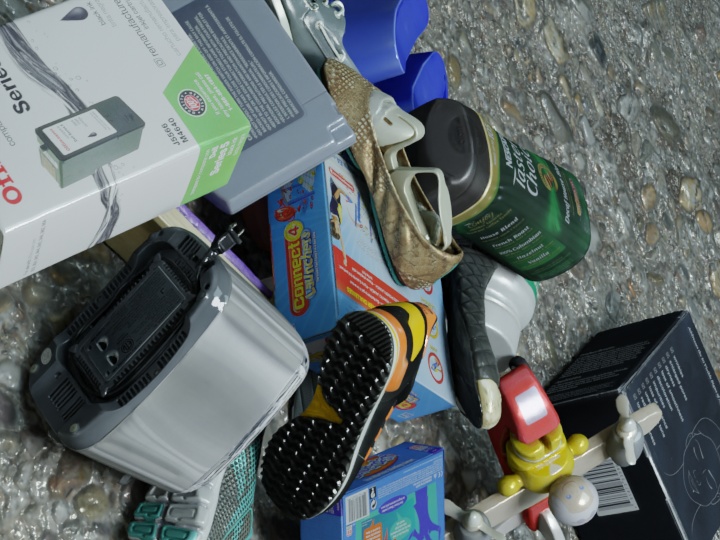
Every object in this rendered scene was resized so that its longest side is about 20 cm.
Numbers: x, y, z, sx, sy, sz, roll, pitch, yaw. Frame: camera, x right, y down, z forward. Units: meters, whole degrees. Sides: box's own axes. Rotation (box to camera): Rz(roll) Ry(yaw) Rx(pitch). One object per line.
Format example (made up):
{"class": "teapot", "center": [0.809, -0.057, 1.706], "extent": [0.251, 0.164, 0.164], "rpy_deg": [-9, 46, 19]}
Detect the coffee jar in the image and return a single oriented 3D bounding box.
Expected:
{"class": "coffee jar", "center": [0.113, -0.069, 1.462], "extent": [0.200, 0.085, 0.104], "rpy_deg": [26, 46, -45]}

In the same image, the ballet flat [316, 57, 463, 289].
{"class": "ballet flat", "center": [0.030, -0.084, 1.351], "extent": [0.200, 0.065, 0.071], "rpy_deg": [67, 24, -10]}

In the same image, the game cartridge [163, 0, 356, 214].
{"class": "game cartridge", "center": [-0.110, -0.145, 1.317], "extent": [0.200, 0.133, 0.042], "rpy_deg": [57, -5, 20]}

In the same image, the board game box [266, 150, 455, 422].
{"class": "board game box", "center": [0.000, 0.000, 1.375], "extent": [0.200, 0.056, 0.196], "rpy_deg": [37, 42, -53]}

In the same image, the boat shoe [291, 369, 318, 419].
{"class": "boat shoe", "center": [-0.012, 0.086, 1.428], "extent": [0.067, 0.073, 0.200], "rpy_deg": [20, 61, -45]}

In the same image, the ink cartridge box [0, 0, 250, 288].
{"class": "ink cartridge box", "center": [-0.201, -0.097, 1.154], "extent": [0.200, 0.084, 0.146], "rpy_deg": [-28, 74, -31]}

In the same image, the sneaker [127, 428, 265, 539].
{"class": "sneaker", "center": [-0.111, 0.165, 1.287], "extent": [0.200, 0.077, 0.091], "rpy_deg": [-65, 143, -38]}

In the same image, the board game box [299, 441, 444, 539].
{"class": "board game box", "center": [0.013, 0.255, 1.373], "extent": [0.152, 0.045, 0.200], "rpy_deg": [-14, 106, -54]}

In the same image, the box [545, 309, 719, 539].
{"class": "box", "center": [0.294, 0.178, 1.750], "extent": [0.197, 0.124, 0.200], "rpy_deg": [-37, 106, -50]}

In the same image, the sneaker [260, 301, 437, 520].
{"class": "sneaker", "center": [-0.001, 0.106, 1.261], "extent": [0.070, 0.200, 0.090], "rpy_deg": [42, 34, 23]}

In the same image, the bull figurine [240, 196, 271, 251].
{"class": "bull figurine", "center": [-0.080, -0.112, 1.422], "extent": [0.121, 0.065, 0.200], "rpy_deg": [-16, 94, -60]}

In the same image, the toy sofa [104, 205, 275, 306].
{"class": "toy sofa", "center": [-0.146, -0.032, 1.293], "extent": [0.200, 0.083, 0.098], "rpy_deg": [46, 45, -32]}

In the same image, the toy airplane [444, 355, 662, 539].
{"class": "toy airplane", "center": [0.165, 0.191, 1.525], "extent": [0.199, 0.141, 0.200], "rpy_deg": [16, 108, -37]}

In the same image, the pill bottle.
{"class": "pill bottle", "center": [0.116, -0.006, 1.598], "extent": [0.113, 0.113, 0.200], "rpy_deg": [44, 46, -34]}

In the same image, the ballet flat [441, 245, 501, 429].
{"class": "ballet flat", "center": [0.102, 0.051, 1.440], "extent": [0.057, 0.067, 0.200], "rpy_deg": [4, 45, -10]}

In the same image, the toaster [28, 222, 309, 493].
{"class": "toaster", "center": [-0.127, 0.063, 1.207], "extent": [0.200, 0.114, 0.129], "rpy_deg": [-48, 134, 0]}

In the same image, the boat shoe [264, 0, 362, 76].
{"class": "boat shoe", "center": [-0.040, -0.195, 1.383], "extent": [0.062, 0.073, 0.200], "rpy_deg": [-29, 114, -10]}

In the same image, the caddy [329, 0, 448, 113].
{"class": "caddy", "center": [0.008, -0.178, 1.528], "extent": [0.200, 0.105, 0.142], "rpy_deg": [-66, 143, -61]}
